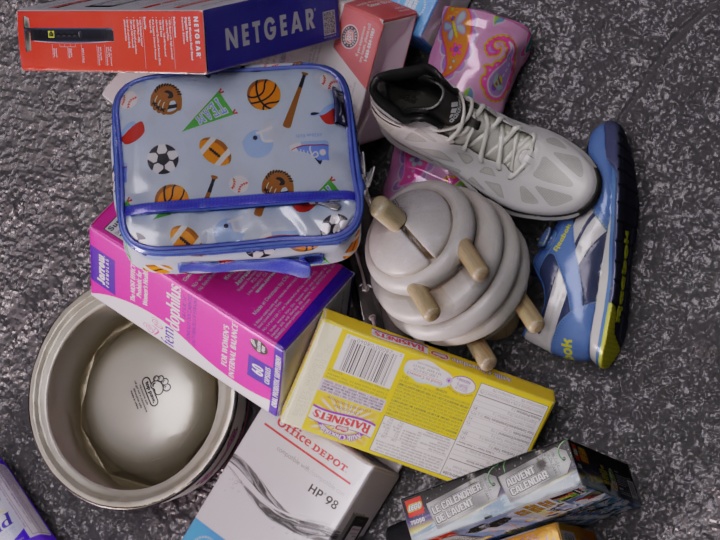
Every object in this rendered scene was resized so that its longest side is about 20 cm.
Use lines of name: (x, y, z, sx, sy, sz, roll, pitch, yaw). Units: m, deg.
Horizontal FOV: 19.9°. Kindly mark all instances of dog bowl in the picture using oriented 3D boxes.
dog bowl: (-0.184, 0.109, 1.778, 0.198, 0.074, 0.202, -4, 77, 20)

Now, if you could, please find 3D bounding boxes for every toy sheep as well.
toy sheep: (0.069, -0.004, 1.617, 0.137, 0.200, 0.139, -17, 52, 23)

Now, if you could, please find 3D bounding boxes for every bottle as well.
bottle: (-0.306, 0.253, 1.800, 0.083, 0.065, 0.200, -40, 69, 8)

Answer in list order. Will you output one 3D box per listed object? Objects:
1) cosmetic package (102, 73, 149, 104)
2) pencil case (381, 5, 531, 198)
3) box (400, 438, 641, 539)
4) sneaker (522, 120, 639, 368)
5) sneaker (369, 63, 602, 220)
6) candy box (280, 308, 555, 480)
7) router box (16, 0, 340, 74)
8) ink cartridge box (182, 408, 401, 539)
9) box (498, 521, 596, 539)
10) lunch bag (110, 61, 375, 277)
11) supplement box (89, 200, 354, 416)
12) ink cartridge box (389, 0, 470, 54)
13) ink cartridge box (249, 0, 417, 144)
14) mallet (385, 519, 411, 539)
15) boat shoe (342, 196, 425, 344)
cosmetic package: (-0.120, -0.105, 1.727, 0.200, 0.083, 0.051, 41, 105, -3)
pencil case: (0.078, -0.119, 1.719, 0.087, 0.087, 0.202, 17, 87, 23)
box: (0.126, 0.178, 1.576, 0.136, 0.200, 0.040, -22, 73, 15)
sneaker: (0.178, -0.024, 1.666, 0.082, 0.074, 0.202, 5, 80, 24)
sneaker: (0.090, -0.100, 1.610, 0.199, 0.115, 0.076, 25, 89, 15)
candy box: (0.046, 0.108, 1.645, 0.198, 0.026, 0.103, 20, 118, -7)
router box: (-0.142, -0.196, 1.632, 0.178, 0.200, 0.049, 5, 106, 31)
ink cartridge box: (-0.052, 0.186, 1.707, 0.115, 0.067, 0.201, 32, 92, 24)
box: (0.084, 0.248, 1.623, 0.199, 0.119, 0.042, -22, 73, 16)
lunch bag: (-0.088, -0.073, 1.563, 0.198, 0.076, 0.162, -4, 70, -3)
supplement box: (-0.116, 0.010, 1.687, 0.199, 0.102, 0.103, 32, 58, 17)
ink cartridge box: (0.004, -0.279, 1.784, 0.199, 0.067, 0.117, 26, 90, 23)
ink cartridge box: (-0.062, -0.197, 1.745, 0.199, 0.067, 0.117, 26, 114, 22)
mallet: (0.044, 0.215, 1.605, 0.065, 0.200, 0.042, -18, 84, 6)
boat shoe: (0.000, 0.000, 1.704, 0.057, 0.067, 0.202, -21, 93, -6)
